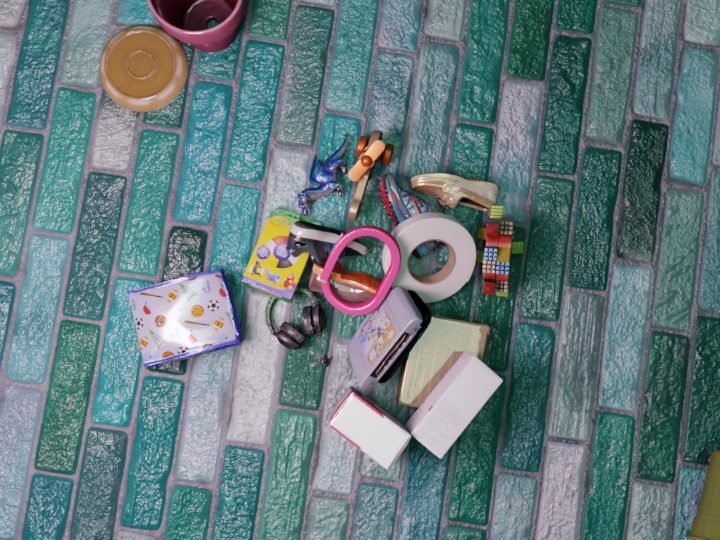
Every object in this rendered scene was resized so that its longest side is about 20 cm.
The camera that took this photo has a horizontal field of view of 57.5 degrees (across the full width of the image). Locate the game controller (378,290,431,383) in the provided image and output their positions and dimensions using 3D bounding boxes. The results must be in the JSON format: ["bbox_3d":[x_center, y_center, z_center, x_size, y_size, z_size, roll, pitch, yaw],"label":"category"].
[{"bbox_3d":[0.074,0.139,1.383,0.200,0.042,0.104,-56,47,17],"label":"game controller"}]

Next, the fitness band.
[{"bbox_3d":[0.000,0.000,1.357,0.143,0.037,0.200,26,111,-5],"label":"fitness band"}]

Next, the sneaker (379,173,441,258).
[{"bbox_3d":[0.113,-0.131,1.443,0.095,0.079,0.200,-30,97,-9],"label":"sneaker"}]

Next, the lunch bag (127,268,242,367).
[{"bbox_3d":[-0.360,0.099,1.384,0.199,0.124,0.170,-16,86,5],"label":"lunch bag"}]

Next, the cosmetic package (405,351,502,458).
[{"bbox_3d":[0.186,0.266,1.317,0.081,0.113,0.200,38,85,0],"label":"cosmetic package"}]

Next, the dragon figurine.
[{"bbox_3d":[-0.083,-0.217,1.444,0.099,0.059,0.201,10,87,-1],"label":"dragon figurine"}]

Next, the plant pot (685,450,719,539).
[{"bbox_3d":[0.794,0.482,1.365,0.199,0.200,0.190,13,74,0],"label":"plant pot"}]

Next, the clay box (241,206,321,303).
[{"bbox_3d":[-0.167,-0.042,1.417,0.115,0.048,0.200,20,73,-1],"label":"clay box"}]

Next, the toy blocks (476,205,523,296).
[{"bbox_3d":[0.289,-0.029,1.380,0.100,0.137,0.201,5,103,14],"label":"toy blocks"}]

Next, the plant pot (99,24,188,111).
[{"bbox_3d":[-0.489,-0.457,1.468,0.199,0.027,0.201,0,87,-1],"label":"plant pot"}]

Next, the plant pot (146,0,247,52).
[{"bbox_3d":[-0.337,-0.563,1.403,0.199,0.179,0.201,0,86,-2],"label":"plant pot"}]

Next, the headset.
[{"bbox_3d":[-0.125,0.121,1.401,0.123,0.094,0.200,-35,76,-3],"label":"headset"}]

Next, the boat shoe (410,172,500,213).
[{"bbox_3d":[0.207,-0.169,1.441,0.199,0.074,0.067,8,80,-1],"label":"boat shoe"}]

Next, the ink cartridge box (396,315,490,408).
[{"bbox_3d":[0.175,0.201,1.412,0.164,0.075,0.201,12,85,-2],"label":"ink cartridge box"}]

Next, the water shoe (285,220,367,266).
[{"bbox_3d":[-0.075,-0.049,1.399,0.200,0.071,0.079,15,105,-39],"label":"water shoe"}]

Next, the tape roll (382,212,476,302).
[{"bbox_3d":[0.147,-0.025,1.400,0.202,0.037,0.203,-4,116,-9],"label":"tape roll"}]

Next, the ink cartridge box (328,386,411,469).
[{"bbox_3d":[0.014,0.314,1.337,0.147,0.200,0.086,36,85,1],"label":"ink cartridge box"}]

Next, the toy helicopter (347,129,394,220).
[{"bbox_3d":[0.012,-0.205,1.409,0.079,0.132,0.201,17,87,2],"label":"toy helicopter"}]

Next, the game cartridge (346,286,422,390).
[{"bbox_3d":[0.045,0.137,1.369,0.041,0.133,0.200,22,113,-34],"label":"game cartridge"}]

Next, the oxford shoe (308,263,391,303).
[{"bbox_3d":[-0.016,0.044,1.433,0.200,0.071,0.073,21,110,0],"label":"oxford shoe"}]
